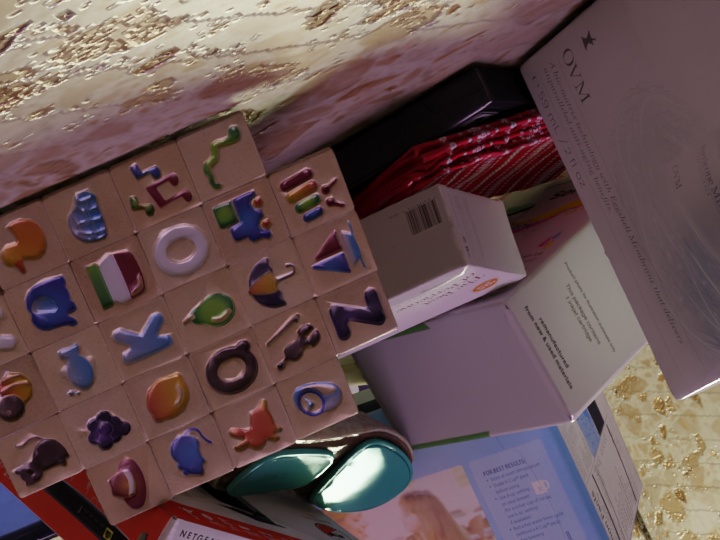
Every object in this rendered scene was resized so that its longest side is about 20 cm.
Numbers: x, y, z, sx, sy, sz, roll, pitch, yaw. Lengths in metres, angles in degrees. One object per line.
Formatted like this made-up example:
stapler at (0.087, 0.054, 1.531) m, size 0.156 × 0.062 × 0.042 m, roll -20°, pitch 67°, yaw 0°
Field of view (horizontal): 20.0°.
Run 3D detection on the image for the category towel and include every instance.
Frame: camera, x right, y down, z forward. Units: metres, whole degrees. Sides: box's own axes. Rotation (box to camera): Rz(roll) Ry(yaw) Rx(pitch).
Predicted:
towel at (0.071, -0.055, 1.150) m, size 0.199 × 0.023 × 0.145 m, roll -20°, pitch 170°, yaw -34°

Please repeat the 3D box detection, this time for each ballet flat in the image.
ballet flat at (-0.031, 0.093, 1.142) m, size 0.067 × 0.063 × 0.200 m, roll -41°, pitch 156°, yaw 14°

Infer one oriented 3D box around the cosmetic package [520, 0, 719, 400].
cosmetic package at (0.210, -0.069, 1.021) m, size 0.122 × 0.200 × 0.200 m, roll -19°, pitch 169°, yaw -32°

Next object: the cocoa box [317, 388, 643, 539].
cocoa box at (0.061, 0.141, 1.296) m, size 0.199 × 0.134 × 0.131 m, roll -20°, pitch -164°, yaw 21°

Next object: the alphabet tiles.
alphabet tiles at (-0.088, 0.025, 0.956) m, size 0.199 × 0.167 × 0.006 m, roll -24°, pitch -155°, yaw -5°

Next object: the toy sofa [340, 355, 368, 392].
toy sofa at (0.072, 0.022, 1.416) m, size 0.199 × 0.098 × 0.083 m, roll -27°, pitch -176°, yaw -17°

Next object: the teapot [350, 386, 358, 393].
teapot at (-0.021, 0.117, 1.674) m, size 0.200 × 0.198 × 0.146 m, roll 31°, pitch 176°, yaw -37°

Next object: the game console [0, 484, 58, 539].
game console at (-0.184, 0.087, 1.163) m, size 0.199 × 0.172 × 0.118 m, roll -22°, pitch -163°, yaw -16°

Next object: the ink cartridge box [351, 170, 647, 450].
ink cartridge box at (0.111, 0.011, 1.207) m, size 0.144 × 0.084 × 0.200 m, roll -16°, pitch -161°, yaw 49°

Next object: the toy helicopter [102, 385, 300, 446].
toy helicopter at (-0.111, 0.039, 1.012) m, size 0.199 × 0.133 × 0.079 m, roll -19°, pitch 163°, yaw 0°

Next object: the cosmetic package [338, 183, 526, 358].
cosmetic package at (-0.017, 0.018, 1.107) m, size 0.199 × 0.051 × 0.082 m, roll -25°, pitch 167°, yaw 24°

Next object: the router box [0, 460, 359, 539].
router box at (-0.096, 0.132, 1.112) m, size 0.200 × 0.179 × 0.049 m, roll 24°, pitch 96°, yaw -48°

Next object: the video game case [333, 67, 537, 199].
video game case at (0.024, -0.056, 1.167) m, size 0.199 × 0.026 × 0.180 m, roll -30°, pitch 170°, yaw 24°
